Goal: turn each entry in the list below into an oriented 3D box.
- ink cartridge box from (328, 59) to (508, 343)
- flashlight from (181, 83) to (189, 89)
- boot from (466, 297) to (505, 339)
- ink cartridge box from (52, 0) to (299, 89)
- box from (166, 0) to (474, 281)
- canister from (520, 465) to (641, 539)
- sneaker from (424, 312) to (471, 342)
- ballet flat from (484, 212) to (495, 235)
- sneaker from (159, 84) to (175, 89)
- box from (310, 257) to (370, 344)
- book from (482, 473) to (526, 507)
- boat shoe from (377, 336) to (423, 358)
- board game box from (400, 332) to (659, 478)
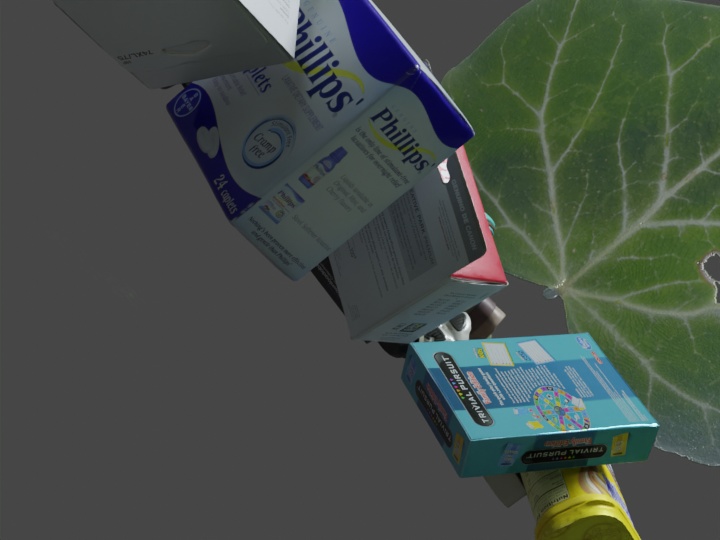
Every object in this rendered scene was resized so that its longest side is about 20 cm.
[{"bbox_3d":[0.051,-0.060,1.377,0.084,0.175,0.200,6,61,-45],"label":"ink cartridge box"},{"bbox_3d":[-0.145,-0.184,1.486,0.068,0.068,0.200,33,14,-27],"label":"flashlight"},{"bbox_3d":[0.109,0.019,1.831,0.146,0.070,0.200,36,-36,7],"label":"boot"},{"bbox_3d":[-0.140,-0.278,1.256,0.146,0.146,0.200,42,46,-54],"label":"ink cartridge box"},{"bbox_3d":[-0.038,-0.128,1.292,0.105,0.200,0.184,44,9,-45],"label":"box"},{"bbox_3d":[0.212,0.222,1.499,0.149,0.086,0.200,56,12,-34],"label":"canister"},{"bbox_3d":[0.047,0.047,1.669,0.200,0.080,0.084,51,-26,42],"label":"sneaker"},{"bbox_3d":[0.076,-0.063,1.705,0.200,0.067,0.071,-3,63,-48],"label":"ballet flat"},{"bbox_3d":[-0.198,-0.245,1.425,0.108,0.067,0.201,52,7,-22],"label":"sneaker"},{"bbox_3d":[-0.004,-0.043,1.478,0.143,0.036,0.200,-33,83,-42],"label":"box"},{"bbox_3d":[0.136,0.176,1.614,0.134,0.048,0.200,56,7,7],"label":"book"},{"bbox_3d":[-0.001,0.001,1.527,0.063,0.074,0.202,-12,70,-40],"label":"boat shoe"},{"bbox_3d":[0.159,0.125,1.456,0.151,0.200,0.047,-121,-144,-50],"label":"board game box"}]
